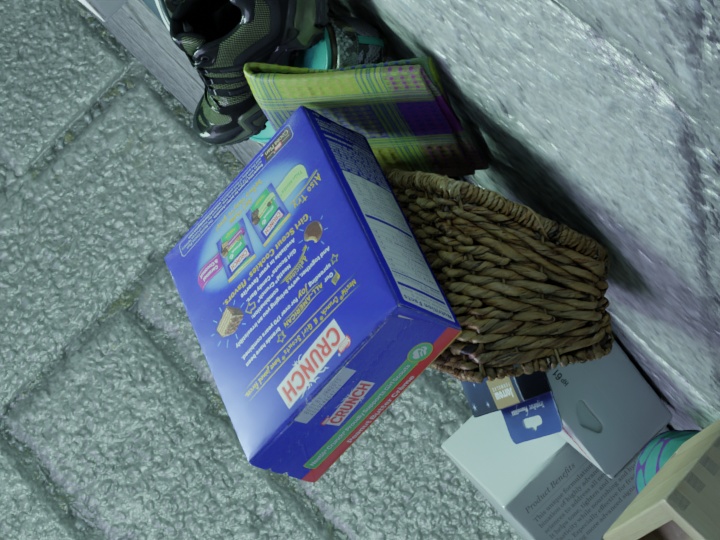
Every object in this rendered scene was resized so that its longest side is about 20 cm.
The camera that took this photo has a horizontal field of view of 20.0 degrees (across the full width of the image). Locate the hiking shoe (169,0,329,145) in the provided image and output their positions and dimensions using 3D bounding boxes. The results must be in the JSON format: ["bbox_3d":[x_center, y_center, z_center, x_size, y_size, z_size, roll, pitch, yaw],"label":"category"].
[{"bbox_3d":[-0.098,-0.167,1.493,0.100,0.200,0.076,12,-127,-21],"label":"hiking shoe"}]

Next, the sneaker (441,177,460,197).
[{"bbox_3d":[-0.001,-0.120,1.699,0.116,0.075,0.200,46,178,42],"label":"sneaker"}]

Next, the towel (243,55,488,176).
[{"bbox_3d":[0.006,-0.108,1.494,0.143,0.023,0.200,-2,160,16],"label":"towel"}]

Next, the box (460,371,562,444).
[{"bbox_3d":[0.106,0.051,1.721,0.201,0.032,0.121,69,160,4],"label":"box"}]

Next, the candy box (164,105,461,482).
[{"bbox_3d":[-0.037,0.016,1.437,0.077,0.169,0.201,20,-146,-42],"label":"candy box"}]

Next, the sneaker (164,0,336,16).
[{"bbox_3d":[-0.074,-0.221,1.559,0.200,0.077,0.087,27,-128,-54],"label":"sneaker"}]

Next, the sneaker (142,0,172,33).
[{"bbox_3d":[-0.190,-0.276,1.977,0.203,0.077,0.146,56,165,-1],"label":"sneaker"}]

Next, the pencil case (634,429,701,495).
[{"bbox_3d":[0.277,0.175,1.647,0.200,0.084,0.093,121,133,-87],"label":"pencil case"}]

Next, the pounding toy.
[{"bbox_3d":[0.304,0.199,1.453,0.200,0.142,0.184,43,162,5],"label":"pounding toy"}]

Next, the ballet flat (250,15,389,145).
[{"bbox_3d":[-0.031,-0.140,1.551,0.072,0.072,0.200,46,154,-8],"label":"ballet flat"}]

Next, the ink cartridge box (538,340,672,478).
[{"bbox_3d":[0.169,0.078,1.822,0.145,0.085,0.200,49,177,-34],"label":"ink cartridge box"}]

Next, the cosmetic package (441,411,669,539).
[{"bbox_3d":[0.221,0.203,1.962,0.200,0.167,0.166,48,176,-24],"label":"cosmetic package"}]

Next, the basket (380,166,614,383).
[{"bbox_3d":[0.099,-0.012,1.482,0.200,0.142,0.150,-167,68,-72],"label":"basket"}]

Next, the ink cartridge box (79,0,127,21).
[{"bbox_3d":[-0.192,-0.283,1.491,0.084,0.145,0.200,48,176,-33],"label":"ink cartridge box"}]
